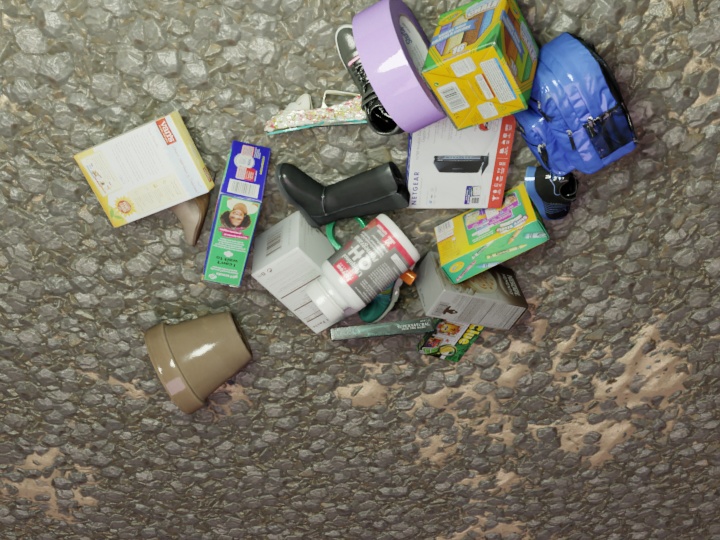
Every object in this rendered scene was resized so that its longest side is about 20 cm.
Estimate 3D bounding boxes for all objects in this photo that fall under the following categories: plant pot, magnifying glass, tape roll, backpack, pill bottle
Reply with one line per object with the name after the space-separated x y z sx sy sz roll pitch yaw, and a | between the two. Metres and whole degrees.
-0.323 0.174 1.644 0.174 0.200 0.200 -26 130 -4 | plant pot
0.021 -0.040 1.508 0.200 0.022 0.080 37 113 8 | magnifying glass
0.066 -0.315 1.214 0.066 0.200 0.200 -24 128 22 | tape roll
0.338 -0.269 1.289 0.168 0.163 0.200 -32 123 4 | backpack
0.000 0.000 1.431 0.200 0.111 0.111 -41 125 -1 | pill bottle

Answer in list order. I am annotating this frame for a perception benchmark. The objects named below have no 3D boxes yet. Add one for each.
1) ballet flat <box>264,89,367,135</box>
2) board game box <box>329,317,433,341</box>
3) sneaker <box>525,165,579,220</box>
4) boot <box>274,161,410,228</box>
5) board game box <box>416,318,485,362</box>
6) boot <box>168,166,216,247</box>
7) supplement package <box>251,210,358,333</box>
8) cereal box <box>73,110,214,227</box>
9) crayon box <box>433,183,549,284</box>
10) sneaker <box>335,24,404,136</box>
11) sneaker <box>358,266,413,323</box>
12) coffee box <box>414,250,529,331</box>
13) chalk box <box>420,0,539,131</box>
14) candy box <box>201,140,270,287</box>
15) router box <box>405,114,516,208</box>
-0.067 -0.272 1.346 0.200 0.076 0.064 -7 100 -3 | ballet flat
0.039 0.119 1.586 0.200 0.028 0.135 -5 175 -4 | board game box
0.360 -0.136 1.427 0.078 0.070 0.200 4 169 29 | sneaker
-0.030 -0.153 1.411 0.200 0.066 0.165 -9 145 27 | boot
0.209 0.125 1.715 0.105 0.023 0.200 13 135 -16 | board game box
-0.348 -0.141 1.439 0.146 0.070 0.200 16 127 -9 | boot
-0.102 0.005 1.540 0.117 0.117 0.200 -30 127 21 | supplement package
-0.369 -0.171 1.354 0.200 0.040 0.144 -18 110 17 | cereal box
0.243 -0.070 1.495 0.200 0.119 0.058 -26 128 18 | crayon box
0.019 -0.301 1.262 0.071 0.099 0.200 -28 103 20 | sneaker
0.036 0.020 1.578 0.080 0.078 0.200 -5 130 -42 | sneaker
0.219 0.042 1.578 0.200 0.114 0.080 11 131 -25 | coffee box
0.191 -0.335 1.209 0.124 0.200 0.125 -12 133 34 | chalk box
-0.220 -0.100 1.406 0.077 0.169 0.200 12 129 -9 | candy box
0.175 -0.204 1.421 0.179 0.049 0.200 -1 131 -3 | router box
